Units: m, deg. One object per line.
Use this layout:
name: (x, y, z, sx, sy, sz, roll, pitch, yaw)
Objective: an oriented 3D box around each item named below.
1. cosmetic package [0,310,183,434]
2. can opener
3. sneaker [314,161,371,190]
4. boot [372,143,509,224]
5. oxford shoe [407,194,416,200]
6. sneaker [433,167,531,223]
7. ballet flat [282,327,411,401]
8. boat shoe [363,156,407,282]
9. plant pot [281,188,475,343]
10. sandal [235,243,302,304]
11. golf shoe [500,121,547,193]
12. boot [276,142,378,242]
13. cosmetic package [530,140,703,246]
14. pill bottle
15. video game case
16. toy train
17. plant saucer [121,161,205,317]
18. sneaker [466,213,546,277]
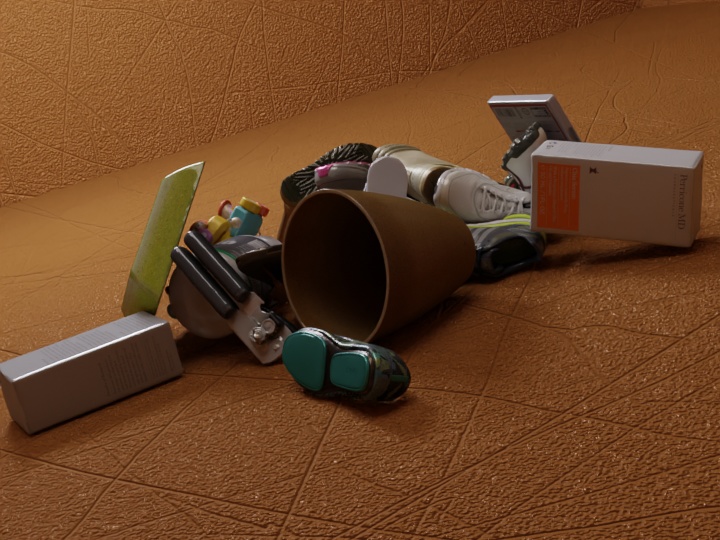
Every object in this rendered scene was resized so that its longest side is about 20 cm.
cosmetic package: (-0.327, 0.120, 1.565, 0.199, 0.072, 0.101, -20, 15, -24)
can opener: (-0.151, 0.035, 1.566, 0.053, 0.200, 0.066, -47, -17, 8)
sneaker: (0.004, -0.086, 1.853, 0.081, 0.089, 0.200, -14, -33, 33)
boot: (0.124, -0.114, 1.817, 0.199, 0.073, 0.155, 17, 8, -37)
oxford shoe: (0.152, -0.097, 1.920, 0.198, 0.075, 0.071, -10, 15, 17)
sneaker: (0.183, -0.088, 1.712, 0.199, 0.076, 0.081, 13, -2, -36)
ballet flat: (-0.013, 0.103, 1.366, 0.074, 0.075, 0.199, -21, 17, -25)
boat shoe: (0.020, -0.044, 1.674, 0.071, 0.202, 0.068, 7, -12, -5)
plant pot: (0.038, -0.011, 1.549, 0.199, 0.189, 0.185, -9, 7, -43)
sandal: (-0.087, 0.020, 1.622, 0.081, 0.055, 0.200, -20, -28, 10)
golf shoe: (0.245, -0.135, 1.781, 0.077, 0.088, 0.200, -45, -18, -9)
boot: (-0.051, -0.110, 1.991, 0.174, 0.067, 0.200, -20, -19, -10)
cosmetic package: (0.313, -0.096, 1.589, 0.198, 0.102, 0.071, 6, 22, 23)
pill bottle: (-0.162, 0.015, 1.702, 0.112, 0.114, 0.200, -10, 6, 18)
video game case: (0.270, -0.161, 1.813, 0.017, 0.201, 0.143, -43, 24, -18)
toy train: (-0.207, -0.025, 1.806, 0.055, 0.151, 0.200, 30, 44, 19)
plant saucer: (-0.266, -0.026, 1.700, 0.047, 0.201, 0.200, 18, -24, -8)
sneaker: (0.144, -0.022, 1.657, 0.198, 0.075, 0.081, -15, 18, 5)
